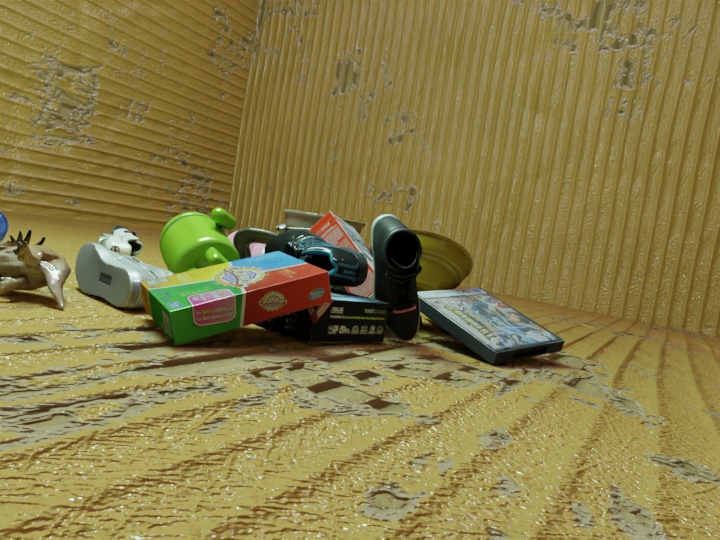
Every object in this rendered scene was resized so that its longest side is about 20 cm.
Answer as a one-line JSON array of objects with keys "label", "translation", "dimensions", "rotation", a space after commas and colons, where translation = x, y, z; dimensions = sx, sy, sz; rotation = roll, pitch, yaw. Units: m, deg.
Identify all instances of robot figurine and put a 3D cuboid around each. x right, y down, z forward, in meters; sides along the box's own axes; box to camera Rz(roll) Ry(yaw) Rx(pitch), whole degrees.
[{"label": "robot figurine", "translation": [-0.284, -0.028, 0.980], "dimensions": [0.116, 0.176, 0.200], "rotation": [46, -3, -43]}]

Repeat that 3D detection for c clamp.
[{"label": "c clamp", "translation": [-0.163, -0.014, 1.074], "dimensions": [0.168, 0.202, 0.027], "rotation": [11, 45, 3]}]

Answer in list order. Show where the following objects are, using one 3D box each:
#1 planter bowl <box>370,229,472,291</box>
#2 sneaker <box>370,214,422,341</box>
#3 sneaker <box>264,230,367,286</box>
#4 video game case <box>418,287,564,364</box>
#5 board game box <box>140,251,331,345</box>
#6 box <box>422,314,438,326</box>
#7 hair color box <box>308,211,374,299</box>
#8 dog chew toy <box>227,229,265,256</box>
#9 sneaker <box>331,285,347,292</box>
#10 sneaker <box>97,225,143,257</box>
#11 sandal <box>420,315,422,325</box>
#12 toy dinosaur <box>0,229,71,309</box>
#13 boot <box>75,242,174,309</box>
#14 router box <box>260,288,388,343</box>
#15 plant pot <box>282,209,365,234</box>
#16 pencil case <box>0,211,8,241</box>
[{"label": "planter bowl", "translation": [0.107, 0.014, 1.048], "dimensions": [0.197, 0.084, 0.201], "rotation": [10, -30, 6]}, {"label": "sneaker", "translation": [0.058, 0.020, 0.832], "dimensions": [0.070, 0.203, 0.099], "rotation": [-11, 12, -7]}, {"label": "sneaker", "translation": [-0.085, -0.025, 0.885], "dimensions": [0.198, 0.074, 0.082], "rotation": [11, 3, 34]}, {"label": "video game case", "translation": [0.209, 0.085, 0.933], "dimensions": [0.179, 0.026, 0.200], "rotation": [-1, 25, -38]}, {"label": "board game box", "translation": [-0.159, 0.027, 0.706], "dimensions": [0.198, 0.041, 0.152], "rotation": [-15, 19, -31]}, {"label": "box", "translation": [0.186, 0.082, 1.142], "dimensions": [0.063, 0.071, 0.200], "rotation": [12, 3, -9]}, {"label": "hair color box", "translation": [0.000, 0.000, 0.978], "dimensions": [0.201, 0.064, 0.111], "rotation": [55, 11, 23]}, {"label": "dog chew toy", "translation": [-0.215, -0.014, 1.233], "dimensions": [0.198, 0.126, 0.124], "rotation": [20, 7, 21]}, {"label": "sneaker", "translation": [-0.049, 0.038, 1.000], "dimensions": [0.075, 0.093, 0.200], "rotation": [8, 4, -20]}, {"label": "sneaker", "translation": [-0.573, -0.060, 1.361], "dimensions": [0.087, 0.075, 0.200], "rotation": [9, 13, -13]}, {"label": "sandal", "translation": [0.046, 0.066, 1.125], "dimensions": [0.081, 0.055, 0.199], "rotation": [7, 4, -39]}, {"label": "toy dinosaur", "translation": [-0.441, -0.007, 0.739], "dimensions": [0.197, 0.087, 0.135], "rotation": [16, -2, 13]}, {"label": "boot", "translation": [-0.343, 0.015, 0.829], "dimensions": [0.199, 0.074, 0.095], "rotation": [24, 5, 40]}, {"label": "router box", "translation": [-0.078, 0.057, 0.843], "dimensions": [0.198, 0.063, 0.149], "rotation": [13, 3, 43]}, {"label": "plant pot", "translation": [-0.099, -0.036, 1.313], "dimensions": [0.197, 0.186, 0.200], "rotation": [9, 4, -1]}, {"label": "pencil case", "translation": [-0.860, -0.109, 1.209], "dimensions": [0.197, 0.079, 0.087], "rotation": [11, -26, 23]}]
